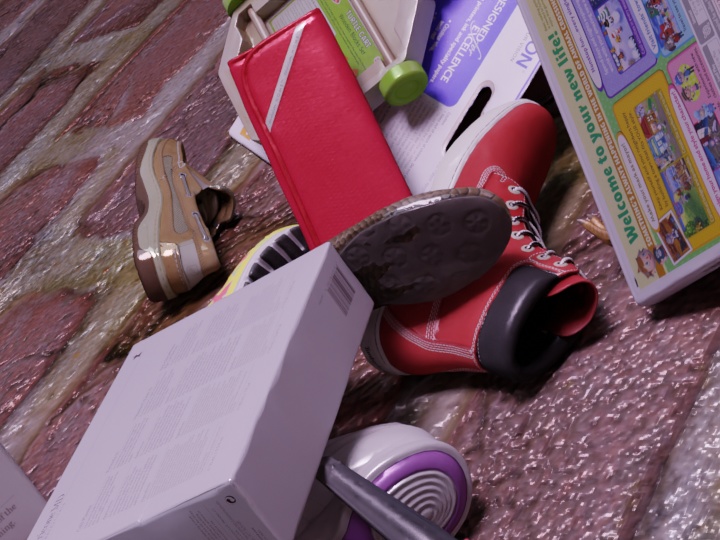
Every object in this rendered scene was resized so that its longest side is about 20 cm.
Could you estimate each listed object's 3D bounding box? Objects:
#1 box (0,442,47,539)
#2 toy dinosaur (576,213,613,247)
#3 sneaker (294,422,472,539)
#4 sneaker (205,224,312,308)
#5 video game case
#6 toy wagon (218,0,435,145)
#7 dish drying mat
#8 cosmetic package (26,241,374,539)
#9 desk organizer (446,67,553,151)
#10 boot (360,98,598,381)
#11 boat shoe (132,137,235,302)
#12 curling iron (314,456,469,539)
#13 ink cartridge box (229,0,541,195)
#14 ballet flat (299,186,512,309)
[{"bbox_3d":[-0.349,0.143,1.023,0.199,0.172,0.200,-42,28,-14],"label":"box"},{"bbox_3d":[0.175,-0.055,0.852,0.107,0.060,0.201,-55,48,29],"label":"toy dinosaur"},{"bbox_3d":[-0.037,0.146,0.795,0.199,0.075,0.100,-30,19,-8],"label":"sneaker"},{"bbox_3d":[-0.086,0.045,0.990,0.090,0.078,0.201,-6,39,47],"label":"sneaker"},{"bbox_3d":[0.171,-0.109,0.788,0.022,0.202,0.182,-7,-19,-38],"label":"video game case"},{"bbox_3d":[-0.007,-0.168,1.034,0.199,0.039,0.156,-38,60,17],"label":"toy wagon"},{"bbox_3d":[-0.015,-0.062,0.982,0.076,0.202,0.018,-27,-10,13],"label":"dish drying mat"},{"bbox_3d":[-0.082,0.085,0.794,0.150,0.052,0.201,-25,24,27],"label":"cosmetic package"},{"bbox_3d":[0.065,-0.132,1.102,0.199,0.077,0.072,-35,27,1],"label":"desk organizer"},{"bbox_3d":[0.099,-0.020,0.898,0.143,0.072,0.201,-1,51,47],"label":"boot"},{"bbox_3d":[-0.134,-0.047,1.217,0.075,0.072,0.201,-16,37,4],"label":"boat shoe"},{"bbox_3d":[0.043,0.134,0.685,0.200,0.049,0.026,37,99,43],"label":"curling iron"},{"bbox_3d":[0.029,-0.127,1.048,0.199,0.043,0.199,36,96,35],"label":"ink cartridge box"},{"bbox_3d":[0.000,0.000,0.872,0.199,0.067,0.047,-30,29,30],"label":"ballet flat"}]
